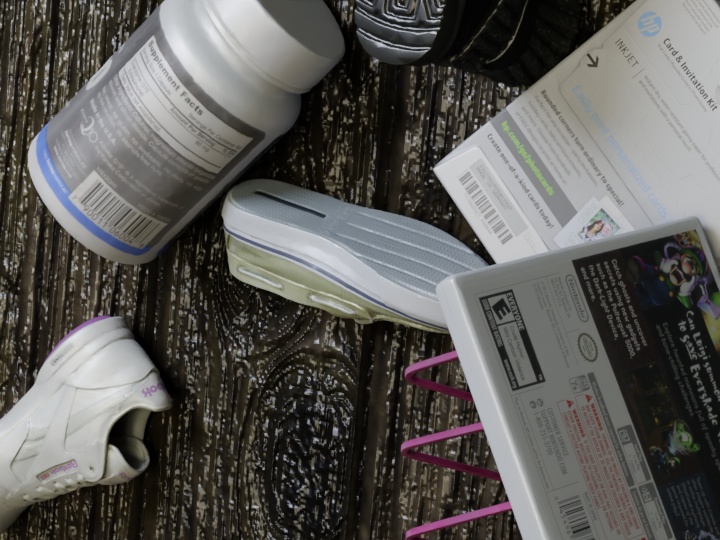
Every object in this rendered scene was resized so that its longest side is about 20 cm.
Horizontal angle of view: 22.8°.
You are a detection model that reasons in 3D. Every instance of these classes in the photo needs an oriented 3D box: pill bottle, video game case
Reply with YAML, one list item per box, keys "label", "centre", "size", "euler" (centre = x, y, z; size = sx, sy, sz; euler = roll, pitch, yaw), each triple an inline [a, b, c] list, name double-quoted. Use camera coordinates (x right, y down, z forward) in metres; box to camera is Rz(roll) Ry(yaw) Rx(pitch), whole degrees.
- label: "pill bottle"
  centre: [-0.110, -0.106, 1.142]
  size: [0.200, 0.114, 0.114]
  euler: [-42, 77, 23]
- label: "video game case"
  centre: [0.146, 0.081, 0.954]
  size: [0.023, 0.181, 0.201]
  euler: [-34, 73, 55]

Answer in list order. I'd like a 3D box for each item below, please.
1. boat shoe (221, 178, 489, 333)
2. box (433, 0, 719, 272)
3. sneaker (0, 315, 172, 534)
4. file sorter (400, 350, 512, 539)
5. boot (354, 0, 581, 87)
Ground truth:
- label: "boat shoe"
  centre: [0.000, 0.000, 1.134]
  size: [0.199, 0.072, 0.062]
  euler: [24, 130, 26]
- label: "box"
  centre: [0.163, -0.058, 1.054]
  size: [0.200, 0.041, 0.156]
  euler: [-39, 79, 25]
- label: "sneaker"
  centre: [-0.207, 0.128, 1.233]
  size: [0.100, 0.075, 0.200]
  euler: [47, 112, 16]
- label: "file sorter"
  centre: [0.102, 0.148, 1.010]
  size: [0.125, 0.138, 0.201]
  euler: [-21, 61, 44]
- label: "boot"
  centre: [0.079, -0.209, 1.015]
  size: [0.079, 0.157, 0.212]
  euler: [29, 110, 32]
